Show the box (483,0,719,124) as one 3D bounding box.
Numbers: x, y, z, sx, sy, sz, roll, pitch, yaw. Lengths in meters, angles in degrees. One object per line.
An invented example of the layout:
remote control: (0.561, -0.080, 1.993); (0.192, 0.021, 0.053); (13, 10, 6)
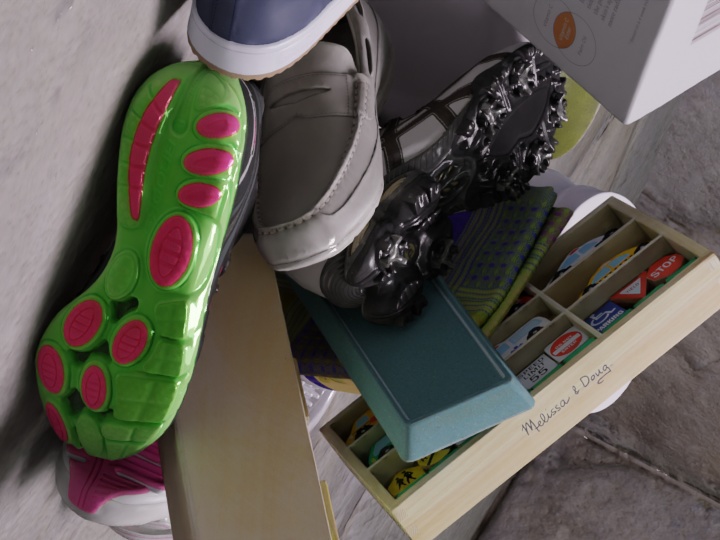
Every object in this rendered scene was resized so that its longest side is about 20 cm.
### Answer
box: (0.106, -0.191, 1.097); (0.097, 0.200, 0.125); (-30, 153, -33)

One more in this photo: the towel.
towel: (0.000, 0.000, 1.200); (0.144, 0.199, 0.023); (-53, 132, -30)

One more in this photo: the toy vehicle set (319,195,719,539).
toy vehicle set: (0.080, 0.046, 1.122); (0.199, 0.027, 0.124); (-38, -158, -6)

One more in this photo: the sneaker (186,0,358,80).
sneaker: (-0.006, -0.180, 0.989); (0.200, 0.070, 0.109); (-54, 166, -37)

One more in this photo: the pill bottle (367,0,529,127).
pill bottle: (0.054, -0.124, 1.299); (0.115, 0.114, 0.200); (-63, 170, 3)

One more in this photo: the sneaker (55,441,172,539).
sneaker: (-0.106, 0.109, 1.187); (0.089, 0.081, 0.200); (-62, 166, 15)

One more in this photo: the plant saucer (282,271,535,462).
plant saucer: (0.016, 0.022, 1.121); (0.069, 0.200, 0.019); (-23, 126, -9)

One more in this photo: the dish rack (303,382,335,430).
dish rack: (-0.042, 0.052, 1.474); (0.200, 0.043, 0.173); (-42, 156, -63)

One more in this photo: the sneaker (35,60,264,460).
sneaker: (-0.086, -0.001, 1.024); (0.201, 0.076, 0.084); (-65, 166, 20)

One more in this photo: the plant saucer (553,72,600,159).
plant saucer: (0.111, -0.172, 1.443); (0.200, 0.031, 0.202); (-178, -90, -71)

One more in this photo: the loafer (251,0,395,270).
loafer: (-0.024, -0.075, 1.086); (0.201, 0.069, 0.070); (-83, 151, -53)

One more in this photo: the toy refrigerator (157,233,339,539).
toy refrigerator: (-0.058, 0.082, 1.074); (0.076, 0.069, 0.201); (98, -17, -48)

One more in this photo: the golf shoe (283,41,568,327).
golf shoe: (0.030, -0.059, 1.145); (0.200, 0.094, 0.078); (-45, 133, -35)

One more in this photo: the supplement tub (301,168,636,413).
supplement tub: (0.054, 0.008, 1.298); (0.145, 0.199, 0.147); (-11, 104, -51)
